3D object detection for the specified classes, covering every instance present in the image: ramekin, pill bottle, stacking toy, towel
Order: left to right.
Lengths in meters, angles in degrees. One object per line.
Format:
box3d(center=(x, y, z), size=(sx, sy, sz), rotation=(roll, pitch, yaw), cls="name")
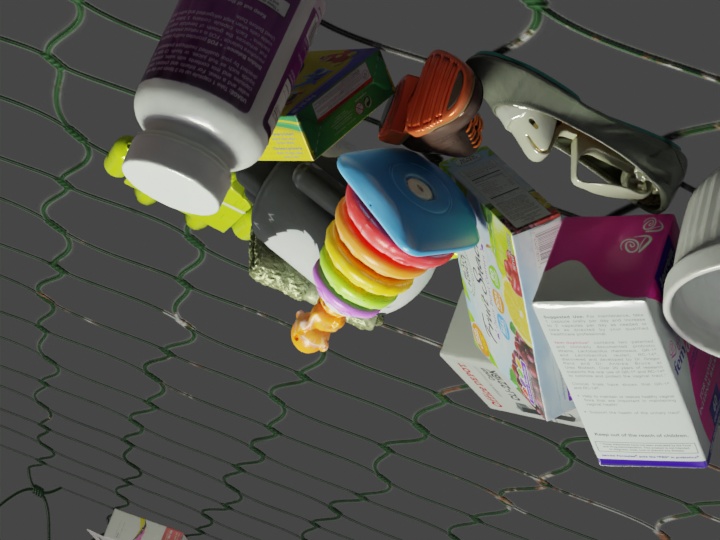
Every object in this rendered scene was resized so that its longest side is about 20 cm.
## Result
box3d(center=(-0.110, -0.150, 1.532), size=(0.112, 0.201, 0.112), rotation=(20, 161, 7), cls="pill bottle")
box3d(center=(-0.040, -0.017, 1.908), size=(0.148, 0.037, 0.200), rotation=(24, -157, -9), cls="towel")
box3d(center=(0.000, 0.000, 1.665), size=(0.109, 0.200, 0.116), rotation=(-9, -127, -50), cls="stacking toy")
box3d(center=(0.335, -0.009, 1.500), size=(0.199, 0.106, 0.200), rotation=(8, 155, 4), cls="ramekin")

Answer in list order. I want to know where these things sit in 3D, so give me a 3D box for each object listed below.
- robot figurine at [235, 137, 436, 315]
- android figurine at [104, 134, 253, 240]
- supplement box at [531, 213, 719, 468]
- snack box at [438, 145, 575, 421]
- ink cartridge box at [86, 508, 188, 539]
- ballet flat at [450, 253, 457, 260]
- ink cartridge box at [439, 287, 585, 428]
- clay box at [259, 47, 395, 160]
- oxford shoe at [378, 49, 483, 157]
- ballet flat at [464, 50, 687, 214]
box3d(center=(-0.021, -0.045, 1.786), size=(0.200, 0.125, 0.150), rotation=(38, -151, 18), cls="robot figurine")
box3d(center=(-0.175, -0.090, 2.027), size=(0.181, 0.041, 0.200), rotation=(28, 163, -12), cls="android figurine")
box3d(center=(0.225, 0.059, 1.604), size=(0.103, 0.102, 0.201), rotation=(-2, 135, 30), cls="supplement box")
box3d(center=(0.134, 0.010, 1.698), size=(0.142, 0.053, 0.201), rotation=(-130, 22, -54), cls="snack box")
box3d(center=(-0.459, 0.557, 4.081), size=(0.199, 0.068, 0.117), rotation=(17, 160, 12), cls="ink cartridge box")
box3d(center=(0.100, -0.043, 1.818), size=(0.199, 0.067, 0.067), rotation=(7, 135, 32), cls="ballet flat")
box3d(center=(0.202, 0.096, 2.025), size=(0.199, 0.084, 0.144), rotation=(11, 159, 33), cls="ink cartridge box")
box3d(center=(-0.081, -0.140, 1.654), size=(0.199, 0.115, 0.048), rotation=(4, 126, 44), cls="clay box")
box3d(center=(0.074, -0.130, 1.581), size=(0.072, 0.072, 0.200), rotation=(21, 176, -12), cls="oxford shoe")
box3d(center=(0.166, -0.105, 1.548), size=(0.199, 0.064, 0.067), rotation=(26, 162, -8), cls="ballet flat")
